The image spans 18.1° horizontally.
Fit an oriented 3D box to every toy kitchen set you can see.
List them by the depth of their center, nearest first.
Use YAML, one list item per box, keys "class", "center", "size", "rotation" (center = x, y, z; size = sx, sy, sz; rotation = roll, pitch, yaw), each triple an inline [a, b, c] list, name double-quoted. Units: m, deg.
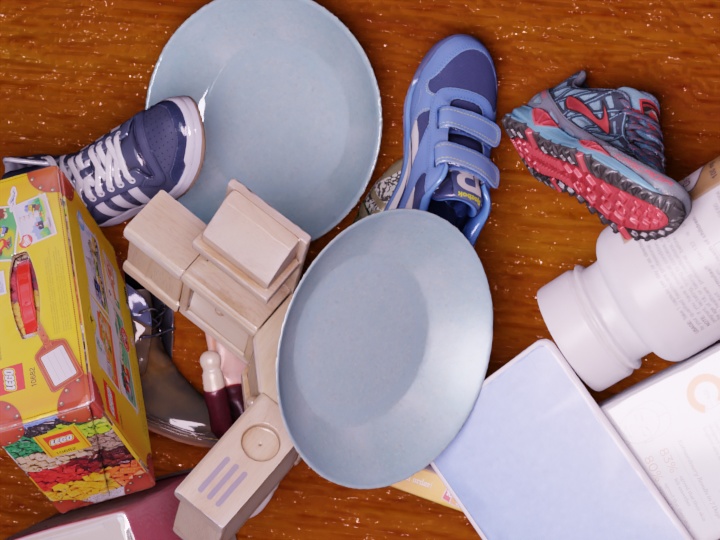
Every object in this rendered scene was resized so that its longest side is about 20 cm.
- class: "toy kitchen set"
  center: [-0.117, 0.056, 1.611]
  size: [0.200, 0.163, 0.181]
  rotation: [38, 65, 8]

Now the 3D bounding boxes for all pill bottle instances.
- class: "pill bottle"
  center: [0.235, 0.000, 1.657]
  size: [0.199, 0.114, 0.115]
  rotation: [-33, 86, 16]

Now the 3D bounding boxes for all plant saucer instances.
- class: "plant saucer"
  center: [0.009, 0.053, 1.599]
  size: [0.039, 0.200, 0.202]
  rotation: [15, 101, 48]
- class: "plant saucer"
  center: [-0.070, -0.116, 1.756]
  size: [0.200, 0.039, 0.202]
  rotation: [2, 95, 21]

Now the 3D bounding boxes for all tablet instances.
- class: "tablet"
  center: [0.143, 0.165, 1.648]
  size: [0.130, 0.014, 0.200]
  rotation: [-37, 83, 16]

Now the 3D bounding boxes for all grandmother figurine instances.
- class: "grandmother figurine"
  center: [-0.095, 0.094, 1.753]
  size: [0.060, 0.121, 0.201]
  rotation: [-15, 70, 33]

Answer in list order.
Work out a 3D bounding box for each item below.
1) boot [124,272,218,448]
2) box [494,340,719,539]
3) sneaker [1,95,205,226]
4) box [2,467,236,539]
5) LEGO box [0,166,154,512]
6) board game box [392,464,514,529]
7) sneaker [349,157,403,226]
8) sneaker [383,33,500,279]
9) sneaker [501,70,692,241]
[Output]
- class: "boot"
  center: [-0.170, 0.062, 1.795]
  size: [0.199, 0.075, 0.097]
  rotation: [27, 104, 13]
- class: "box"
  center: [0.220, 0.147, 1.683]
  size: [0.199, 0.097, 0.125]
  rotation: [-28, 87, 17]
- class: "sneaker"
  center: [-0.203, -0.076, 1.725]
  size: [0.200, 0.108, 0.070]
  rotation: [-30, 71, 53]
- class: "box"
  center: [-0.186, 0.231, 1.748]
  size: [0.127, 0.200, 0.110]
  rotation: [-17, 91, 16]
- class: "LEGO box"
  center: [-0.220, 0.052, 1.656]
  size: [0.077, 0.149, 0.201]
  rotation: [-16, 58, 6]
- class: "board game box"
  center: [0.042, 0.150, 1.733]
  size: [0.199, 0.096, 0.030]
  rotation: [21, 100, 13]
- class: "sneaker"
  center: [0.000, 0.000, 1.735]
  size: [0.077, 0.089, 0.200]
  rotation: [36, 103, 10]
- class: "sneaker"
  center: [0.069, -0.079, 1.682]
  size: [0.074, 0.082, 0.201]
  rotation: [16, 81, -26]
- class: "sneaker"
  center: [0.184, -0.096, 1.639]
  size: [0.095, 0.200, 0.079]
  rotation: [-40, 128, -8]
